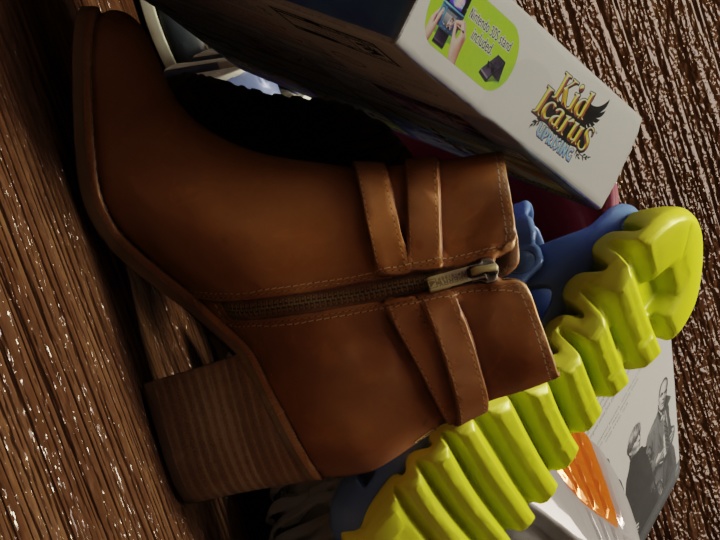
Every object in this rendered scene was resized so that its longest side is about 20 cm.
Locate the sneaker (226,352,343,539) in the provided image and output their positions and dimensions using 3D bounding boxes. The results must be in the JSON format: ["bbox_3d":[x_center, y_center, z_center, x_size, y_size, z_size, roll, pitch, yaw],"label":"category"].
[{"bbox_3d":[-0.023,0.086,1.038,0.147,0.080,0.200,62,11,-7],"label":"sneaker"}]

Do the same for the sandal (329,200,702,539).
[{"bbox_3d":[0.052,0.042,0.993,0.087,0.200,0.080,25,-33,35],"label":"sandal"}]

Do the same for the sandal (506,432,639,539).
[{"bbox_3d":[0.058,0.094,1.117,0.206,0.059,0.079,38,31,-39],"label":"sandal"}]

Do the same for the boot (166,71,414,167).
[{"bbox_3d":[0.002,-0.001,1.088,0.181,0.073,0.200,31,-15,42],"label":"boot"}]

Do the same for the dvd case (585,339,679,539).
[{"bbox_3d":[0.124,0.091,1.272,0.151,0.025,0.201,-56,148,-36],"label":"dvd case"}]

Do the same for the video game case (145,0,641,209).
[{"bbox_3d":[-0.012,-0.101,0.955,0.199,0.046,0.181,24,-5,34],"label":"video game case"}]

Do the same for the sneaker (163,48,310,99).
[{"bbox_3d":[-0.022,-0.069,1.229,0.199,0.080,0.116,-32,114,-47],"label":"sneaker"}]

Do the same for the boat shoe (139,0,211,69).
[{"bbox_3d":[-0.088,-0.174,1.265,0.075,0.061,0.201,54,19,-73],"label":"boat shoe"}]

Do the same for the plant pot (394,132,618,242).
[{"bbox_3d":[0.034,0.010,1.337,0.180,0.199,0.201,92,-13,-53],"label":"plant pot"}]

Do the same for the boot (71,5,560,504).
[{"bbox_3d":[-0.020,-0.023,0.930,0.074,0.154,0.201,-14,86,-85],"label":"boot"}]
